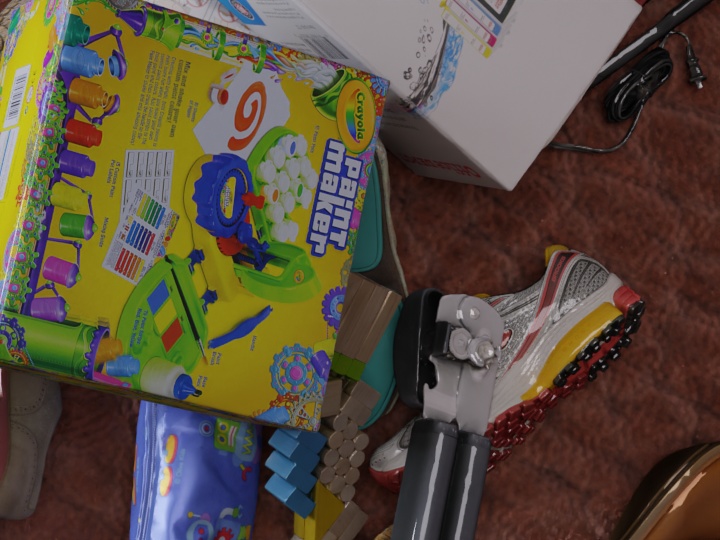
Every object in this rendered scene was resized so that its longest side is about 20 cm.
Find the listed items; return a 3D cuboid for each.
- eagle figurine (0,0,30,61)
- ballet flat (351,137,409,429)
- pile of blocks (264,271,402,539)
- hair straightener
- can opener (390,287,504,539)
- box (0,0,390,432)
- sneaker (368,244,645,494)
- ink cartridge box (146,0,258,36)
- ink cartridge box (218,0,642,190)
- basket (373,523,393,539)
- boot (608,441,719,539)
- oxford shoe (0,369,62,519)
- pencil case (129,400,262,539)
[{"bbox_3d":[-0.244,-0.121,1.186,0.151,0.150,0.201,19,72,-43],"label":"eagle figurine"},{"bbox_3d":[0.000,0.000,1.232,0.067,0.062,0.201,1,108,2],"label":"ballet flat"},{"bbox_3d":[-0.035,0.083,1.192,0.082,0.062,0.201,-5,111,-37],"label":"pile of blocks"},{"bbox_3d":[0.195,-0.145,1.289,0.077,0.041,0.200,45,80,1],"label":"hair straightener"},{"bbox_3d":[0.046,0.109,1.167,0.052,0.066,0.201,21,68,-33],"label":"can opener"},{"bbox_3d":[-0.109,-0.030,1.091,0.192,0.122,0.201,16,82,-24],"label":"box"},{"bbox_3d":[0.082,0.065,1.241,0.200,0.078,0.082,-40,67,-10],"label":"sneaker"},{"bbox_3d":[-0.078,-0.204,1.273,0.159,0.047,0.201,24,91,-3],"label":"ink cartridge box"},{"bbox_3d":[0.034,-0.167,1.191,0.200,0.147,0.145,40,81,-23],"label":"ink cartridge box"},{"bbox_3d":[0.041,0.262,1.164,0.149,0.143,0.200,-37,88,-9],"label":"basket"},{"bbox_3d":[0.263,0.162,1.241,0.200,0.074,0.155,-42,92,-7],"label":"boot"},{"bbox_3d":[-0.218,0.056,1.213,0.070,0.075,0.201,-6,66,30],"label":"oxford shoe"},{"bbox_3d":[-0.105,0.151,1.194,0.078,0.087,0.202,0,78,34],"label":"pencil case"}]
